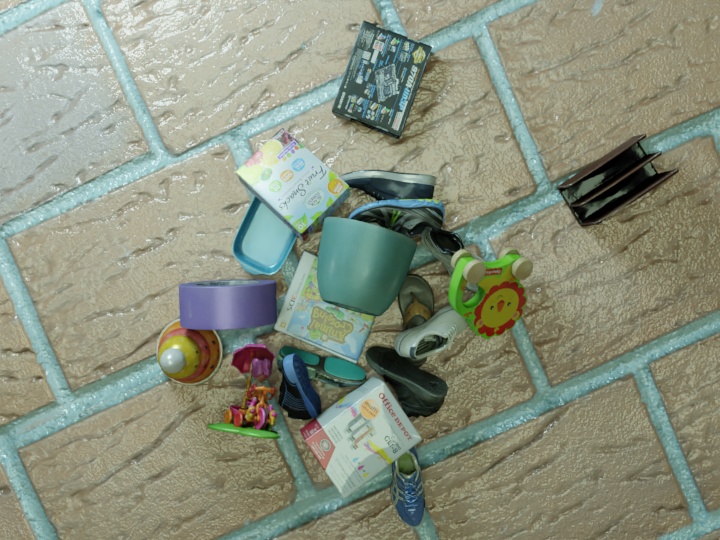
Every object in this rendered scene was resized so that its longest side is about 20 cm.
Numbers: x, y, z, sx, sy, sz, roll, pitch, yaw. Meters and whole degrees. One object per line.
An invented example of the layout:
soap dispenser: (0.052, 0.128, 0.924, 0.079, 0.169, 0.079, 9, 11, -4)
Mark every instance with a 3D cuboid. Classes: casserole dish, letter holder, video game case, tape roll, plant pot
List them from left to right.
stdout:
tape roll: (-0.270, 0.067, 1.619, 0.197, 0.200, 0.086, -2, 94, 0)
casserole dish: (-0.193, -0.087, 1.691, 0.120, 0.039, 0.202, 26, 94, -2)
video game case: (-0.064, 0.079, 1.708, 0.198, 0.022, 0.184, 22, 93, -1)
plant pot: (0.000, 0.000, 1.602, 0.198, 0.201, 0.163, 16, 83, -1)
letter holder: (0.528, -0.187, 1.633, 0.199, 0.142, 0.101, -33, 93, 2)

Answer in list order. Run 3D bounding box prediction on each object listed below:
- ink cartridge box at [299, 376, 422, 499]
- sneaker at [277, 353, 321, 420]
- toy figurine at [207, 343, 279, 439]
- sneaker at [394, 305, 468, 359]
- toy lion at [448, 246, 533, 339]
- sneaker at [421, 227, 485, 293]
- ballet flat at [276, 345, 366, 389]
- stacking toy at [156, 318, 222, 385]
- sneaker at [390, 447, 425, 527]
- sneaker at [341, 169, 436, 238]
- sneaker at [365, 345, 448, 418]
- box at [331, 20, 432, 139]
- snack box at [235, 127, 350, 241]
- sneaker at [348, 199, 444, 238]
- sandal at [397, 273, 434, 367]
ink cartridge box: (0.000, 0.335, 1.622, 0.199, 0.145, 0.146, -35, 92, -8)
sneaker: (-0.141, 0.249, 1.652, 0.077, 0.071, 0.201, -8, 134, 11)
toy figurine: (-0.223, 0.245, 1.650, 0.149, 0.199, 0.187, 11, 81, -29)
sneaker: (0.167, 0.135, 1.655, 0.199, 0.071, 0.074, -27, 122, -25)
toy lion: (0.265, 0.053, 1.642, 0.198, 0.069, 0.194, -3, 117, -30)
sneaker: (0.210, -0.017, 1.656, 0.200, 0.115, 0.076, 40, 92, -2)
ballet flat: (-0.086, 0.218, 1.702, 0.198, 0.074, 0.075, 19, 93, 1)
stacking toy: (-0.368, 0.179, 1.625, 0.144, 0.200, 0.148, 0, 94, 0)
sneaker: (0.097, 0.457, 1.702, 0.075, 0.077, 0.203, -11, 93, 0)
sneaker: (0.054, -0.134, 1.669, 0.199, 0.077, 0.148, 5, 91, -1)
sneaker: (0.087, 0.245, 1.689, 0.198, 0.076, 0.115, 29, 131, 20)
box: (0.044, -0.400, 1.669, 0.157, 0.046, 0.202, 19, 93, -1)
snack box: (-0.139, -0.180, 1.637, 0.200, 0.053, 0.142, 43, 80, 15)
sneaker: (0.072, -0.101, 1.600, 0.197, 0.071, 0.084, -1, 92, 5)
sandal: (0.117, 0.109, 1.693, 0.080, 0.055, 0.203, 4, 93, 0)
